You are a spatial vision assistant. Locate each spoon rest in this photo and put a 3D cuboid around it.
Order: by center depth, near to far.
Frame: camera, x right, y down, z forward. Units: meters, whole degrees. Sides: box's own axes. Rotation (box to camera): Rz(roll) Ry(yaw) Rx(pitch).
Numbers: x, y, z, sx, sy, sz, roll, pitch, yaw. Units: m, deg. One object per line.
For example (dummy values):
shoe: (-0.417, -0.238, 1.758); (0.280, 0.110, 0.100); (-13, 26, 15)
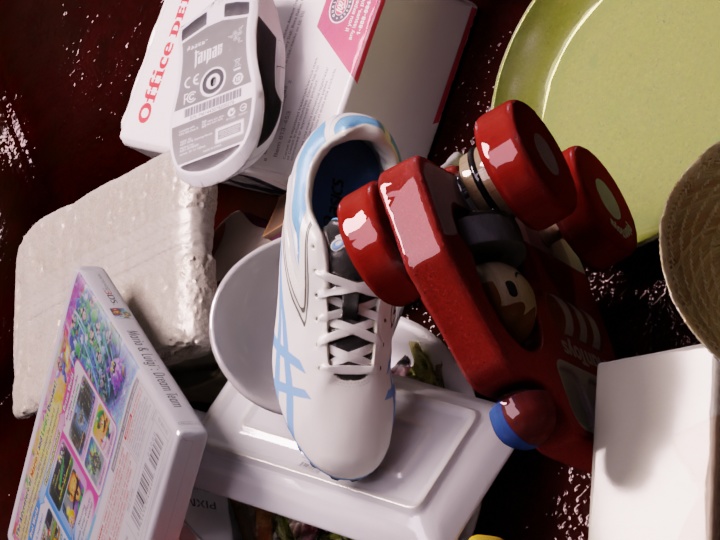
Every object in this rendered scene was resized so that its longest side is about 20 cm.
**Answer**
spoon rest: (0.000, 0.000, 1.513); (0.200, 0.099, 0.061); (-42, -7, -20)

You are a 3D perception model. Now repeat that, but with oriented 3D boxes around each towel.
towel: (-0.151, 0.011, 1.660); (0.200, 0.034, 0.133); (-23, 61, 45)

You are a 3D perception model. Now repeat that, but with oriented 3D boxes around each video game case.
video game case: (-0.153, 0.128, 1.578); (0.182, 0.024, 0.201); (52, 133, 50)

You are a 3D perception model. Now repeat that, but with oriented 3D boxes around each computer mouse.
computer mouse: (-0.077, -0.132, 1.613); (0.109, 0.044, 0.201); (-16, 58, 31)

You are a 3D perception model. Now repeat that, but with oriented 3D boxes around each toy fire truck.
toy fire truck: (0.082, 0.020, 1.377); (0.112, 0.200, 0.169); (-29, 64, 19)

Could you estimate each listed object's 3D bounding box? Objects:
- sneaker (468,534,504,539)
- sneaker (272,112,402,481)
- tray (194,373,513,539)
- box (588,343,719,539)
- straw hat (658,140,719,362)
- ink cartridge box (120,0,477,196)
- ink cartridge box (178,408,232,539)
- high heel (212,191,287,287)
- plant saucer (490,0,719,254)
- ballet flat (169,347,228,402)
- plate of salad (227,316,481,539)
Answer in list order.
sneaker: (0.011, 0.197, 1.477); (0.199, 0.078, 0.083); (-17, 66, 28)
sneaker: (-0.010, 0.013, 1.452); (0.072, 0.071, 0.201); (131, 140, -79)
tray: (-0.012, 0.093, 1.499); (0.199, 0.022, 0.108); (14, 58, 36)
box: (0.168, 0.146, 1.329); (0.077, 0.095, 0.201); (-12, 66, 40)
straw hat: (0.236, 0.026, 1.308); (0.085, 0.200, 0.202); (98, 160, -52)
ink cartridge box: (-0.042, -0.122, 1.665); (0.199, 0.084, 0.146); (14, 83, 47)
ink cartridge box: (-0.121, 0.203, 1.565); (0.201, 0.047, 0.161); (-100, 29, -49)
high heel: (-0.040, 0.006, 1.647); (0.200, 0.096, 0.068); (-20, 41, 64)
plant saucer: (0.156, -0.100, 1.494); (0.199, 0.031, 0.201); (-19, 61, 39)
ballet flat: (-0.121, 0.052, 1.685); (0.199, 0.069, 0.070); (-5, 69, 44)
plate of salad: (-0.014, 0.119, 1.547); (0.199, 0.048, 0.201); (-14, 67, 36)
